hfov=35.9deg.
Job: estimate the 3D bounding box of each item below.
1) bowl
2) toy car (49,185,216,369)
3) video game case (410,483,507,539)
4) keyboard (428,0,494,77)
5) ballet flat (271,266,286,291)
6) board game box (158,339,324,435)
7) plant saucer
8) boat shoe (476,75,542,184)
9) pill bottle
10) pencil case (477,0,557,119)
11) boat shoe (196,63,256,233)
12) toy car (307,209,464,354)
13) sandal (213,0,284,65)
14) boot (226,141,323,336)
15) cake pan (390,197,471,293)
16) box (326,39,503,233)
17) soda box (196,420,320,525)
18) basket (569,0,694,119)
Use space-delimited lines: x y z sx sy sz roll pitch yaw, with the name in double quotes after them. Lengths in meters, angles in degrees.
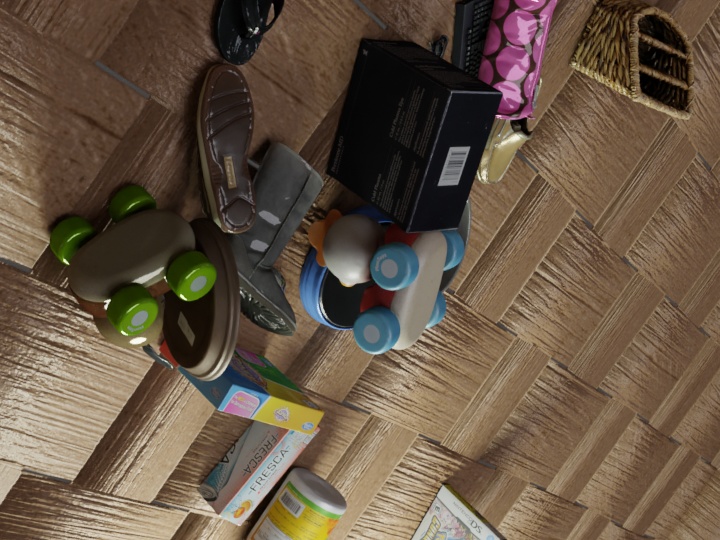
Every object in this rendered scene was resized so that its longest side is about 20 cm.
0.000 0.000 1.669 0.200 0.039 0.202 -26 135 -29 "bowl"
-0.265 0.033 1.347 0.157 0.164 0.201 -31 146 -23 "toy car"
0.175 0.547 2.145 0.025 0.181 0.201 16 107 -47 "video game case"
0.147 -0.294 1.606 0.126 0.021 0.201 -25 133 -30 "keyboard"
-0.155 0.017 1.506 0.072 0.072 0.200 -54 142 2 "ballet flat"
-0.162 0.154 1.536 0.199 0.153 0.041 26 99 -51 "board game box"
-0.204 0.036 1.370 0.029 0.200 0.202 -2 121 -34 "plant saucer"
0.228 -0.216 1.701 0.071 0.076 0.201 -15 128 -37 "boat shoe"
-0.119 0.436 1.825 0.111 0.111 0.201 27 98 -51 "pill bottle"
0.224 -0.317 1.588 0.091 0.093 0.202 -30 133 -57 "pencil case"
-0.175 -0.149 1.360 0.074 0.075 0.204 -6 101 -33 "boat shoe"
0.010 -0.003 1.541 0.184 0.199 0.178 -20 130 -59 "toy car"
-0.115 -0.332 1.294 0.075 0.048 0.202 4 115 -46 "sandal"
-0.105 -0.038 1.458 0.182 0.072 0.201 51 53 -41 "boot"
0.104 -0.055 1.681 0.200 0.036 0.202 -27 124 -49 "cake pan"
0.068 -0.181 1.484 0.104 0.182 0.201 -7 124 -42 "box"
-0.156 0.290 1.711 0.200 0.068 0.064 -50 141 -4 "soda box"
0.463 -0.344 1.779 0.199 0.149 0.144 8 113 -46 "basket"
